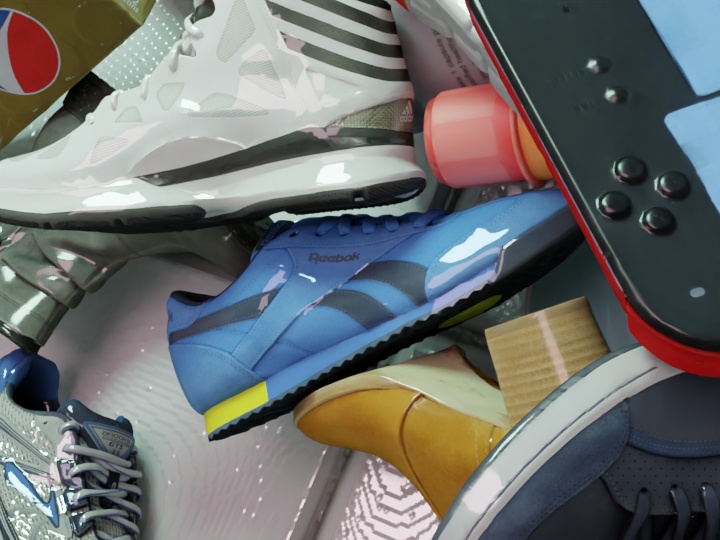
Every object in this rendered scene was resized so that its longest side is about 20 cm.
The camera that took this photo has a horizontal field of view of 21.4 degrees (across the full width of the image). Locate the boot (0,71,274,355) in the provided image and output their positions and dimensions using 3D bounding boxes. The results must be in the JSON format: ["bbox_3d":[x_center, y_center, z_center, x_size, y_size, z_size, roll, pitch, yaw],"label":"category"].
[{"bbox_3d":[-0.122,-0.007,0.919,0.131,0.068,0.200,-51,43,-4],"label":"boot"}]

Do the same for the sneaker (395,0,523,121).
[{"bbox_3d":[0.050,-0.133,0.732,0.082,0.077,0.200,-41,74,-3],"label":"sneaker"}]

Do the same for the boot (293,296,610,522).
[{"bbox_3d":[0.049,0.101,0.759,0.201,0.070,0.145,-23,82,55],"label":"boot"}]

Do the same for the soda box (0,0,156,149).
[{"bbox_3d":[-0.187,-0.110,0.974,0.200,0.068,0.064,-34,24,34],"label":"soda box"}]

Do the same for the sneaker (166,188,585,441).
[{"bbox_3d":[0.000,0.000,0.796,0.199,0.066,0.079,-27,78,24],"label":"sneaker"}]

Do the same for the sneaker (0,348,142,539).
[{"bbox_3d":[-0.137,0.105,0.883,0.085,0.077,0.200,-47,52,3],"label":"sneaker"}]

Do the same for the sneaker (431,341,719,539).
[{"bbox_3d":[0.134,0.090,0.617,0.146,0.201,0.077,51,144,28],"label":"sneaker"}]

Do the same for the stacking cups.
[{"bbox_3d":[0.124,-0.061,0.744,0.199,0.060,0.061,-8,66,27],"label":"stacking cups"}]

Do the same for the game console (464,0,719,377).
[{"bbox_3d":[0.155,-0.064,0.646,0.199,0.031,0.178,-18,63,-11],"label":"game console"}]

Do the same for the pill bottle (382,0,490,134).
[{"bbox_3d":[0.074,-0.125,0.810,0.199,0.113,0.114,-16,62,28],"label":"pill bottle"}]

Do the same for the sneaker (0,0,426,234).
[{"bbox_3d":[-0.070,-0.077,0.804,0.199,0.076,0.116,-6,88,20],"label":"sneaker"}]

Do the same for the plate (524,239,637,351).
[{"bbox_3d":[0.158,0.008,0.753,0.199,0.026,0.202,-13,64,29],"label":"plate"}]
